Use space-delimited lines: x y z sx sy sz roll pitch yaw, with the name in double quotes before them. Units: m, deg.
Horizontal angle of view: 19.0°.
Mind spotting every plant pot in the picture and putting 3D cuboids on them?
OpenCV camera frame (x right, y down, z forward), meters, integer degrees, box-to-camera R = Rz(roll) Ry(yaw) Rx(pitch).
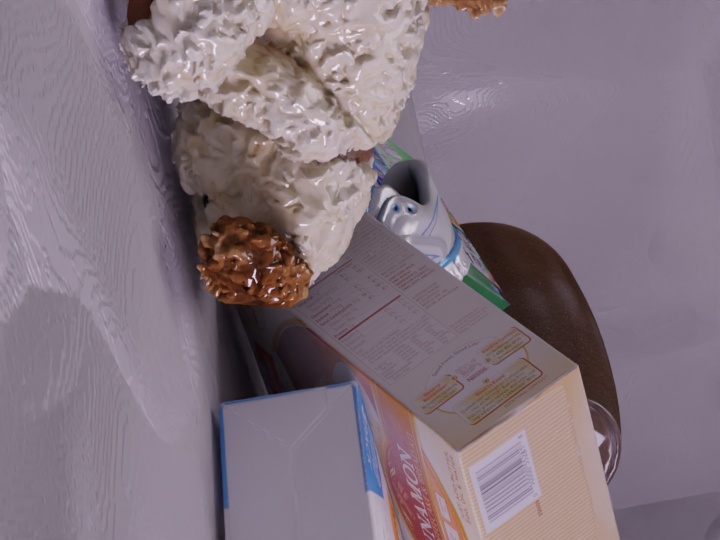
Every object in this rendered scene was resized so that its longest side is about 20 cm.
"plant pot" 0.108 0.088 1.544 0.200 0.186 0.188 -126 -159 -63

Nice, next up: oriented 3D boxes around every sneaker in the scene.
"sneaker" 0.000 0.000 1.230 0.200 0.075 0.087 -56 139 -55

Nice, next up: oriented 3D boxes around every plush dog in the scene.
"plush dog" -0.030 -0.073 0.959 0.200 0.160 0.173 -89 -168 -66

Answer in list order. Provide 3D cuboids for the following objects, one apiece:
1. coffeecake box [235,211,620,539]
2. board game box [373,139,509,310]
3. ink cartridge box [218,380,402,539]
"coffeecake box" 0.030 0.072 1.040 0.200 0.073 0.154 37 -26 45
"board game box" 0.022 -0.045 1.432 0.135 0.029 0.200 58 12 27
"ink cartridge box" -0.010 0.160 0.990 0.201 0.067 0.116 75 6 -47
